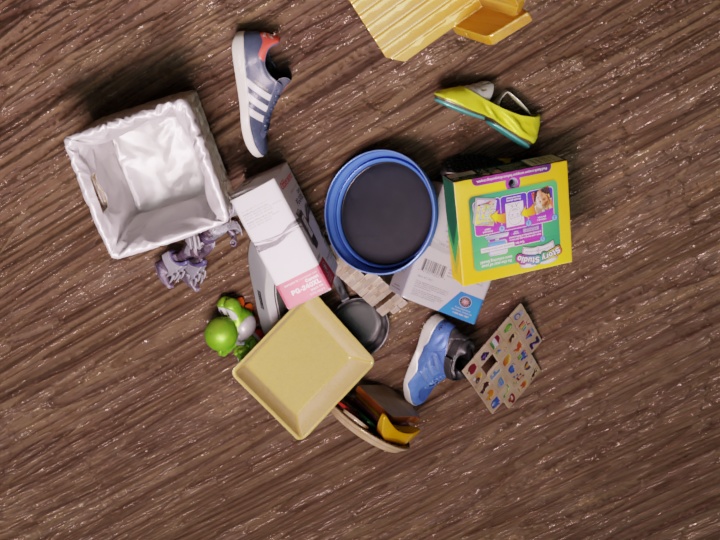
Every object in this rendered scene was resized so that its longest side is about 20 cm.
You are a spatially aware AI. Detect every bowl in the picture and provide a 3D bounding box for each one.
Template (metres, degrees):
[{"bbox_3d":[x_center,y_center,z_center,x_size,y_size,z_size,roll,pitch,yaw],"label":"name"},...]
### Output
[{"bbox_3d":[0.036,-0.094,1.598,0.198,0.039,0.204,0,90,25],"label":"bowl"}]

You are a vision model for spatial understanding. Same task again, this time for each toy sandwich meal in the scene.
[{"bbox_3d":[0.028,0.264,1.817,0.204,0.205,0.071,30,97,-24],"label":"toy sandwich meal"}]

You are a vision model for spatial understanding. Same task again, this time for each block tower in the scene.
[{"bbox_3d":[0.000,0.000,1.718,0.054,0.058,0.200,-38,119,17],"label":"block tower"}]

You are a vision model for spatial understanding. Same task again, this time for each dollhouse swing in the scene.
[{"bbox_3d":[0.100,-0.397,1.403,0.175,0.182,0.201,-40,122,-4],"label":"dollhouse swing"}]

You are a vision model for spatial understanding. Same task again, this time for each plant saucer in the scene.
[{"bbox_3d":[-0.104,0.163,1.726,0.200,0.048,0.200,-45,118,-8],"label":"plant saucer"}]

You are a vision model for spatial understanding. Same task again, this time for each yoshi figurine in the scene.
[{"bbox_3d":[-0.219,0.144,1.761,0.111,0.113,0.202,-17,120,15],"label":"yoshi figurine"}]

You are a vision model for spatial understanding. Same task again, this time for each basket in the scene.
[{"bbox_3d":[-0.311,-0.156,1.492,0.197,0.161,0.201,-17,110,5],"label":"basket"}]

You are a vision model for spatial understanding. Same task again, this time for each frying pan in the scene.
[{"bbox_3d":[-0.031,0.079,1.777,0.190,0.031,0.115,42,96,-18],"label":"frying pan"}]

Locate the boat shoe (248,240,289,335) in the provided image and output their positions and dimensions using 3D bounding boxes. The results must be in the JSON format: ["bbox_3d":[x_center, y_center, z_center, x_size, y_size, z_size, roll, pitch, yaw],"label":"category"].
[{"bbox_3d":[-0.151,0.023,1.715,0.063,0.071,0.203,-21,123,-27],"label":"boat shoe"}]

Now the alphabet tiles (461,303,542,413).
[{"bbox_3d":[0.280,0.176,1.844,0.167,0.008,0.200,-48,137,-10],"label":"alphabet tiles"}]

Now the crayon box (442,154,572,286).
[{"bbox_3d":[0.240,-0.082,1.583,0.197,0.058,0.175,-12,110,-13],"label":"crayon box"}]

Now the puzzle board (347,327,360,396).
[{"bbox_3d":[-0.086,0.186,1.858,0.148,0.017,0.202,3,124,-10],"label":"puzzle board"}]

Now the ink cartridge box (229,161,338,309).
[{"bbox_3d":[-0.119,-0.061,1.576,0.082,0.145,0.202,-24,104,10],"label":"ink cartridge box"}]

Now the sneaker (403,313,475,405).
[{"bbox_3d":[0.153,0.191,1.825,0.076,0.111,0.202,-20,134,-48],"label":"sneaker"}]

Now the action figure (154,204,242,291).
[{"bbox_3d":[-0.260,-0.047,1.634,0.129,0.070,0.200,-11,151,-50],"label":"action figure"}]

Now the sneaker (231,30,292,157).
[{"bbox_3d":[-0.145,-0.269,1.507,0.083,0.075,0.202,-4,124,1],"label":"sneaker"}]

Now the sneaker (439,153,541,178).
[{"bbox_3d":[0.229,-0.141,1.640,0.197,0.070,0.091,-1,121,-8],"label":"sneaker"}]

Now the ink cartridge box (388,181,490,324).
[{"bbox_3d":[0.154,-0.032,1.650,0.144,0.084,0.203,21,92,-18],"label":"ink cartridge box"}]

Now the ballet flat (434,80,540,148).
[{"bbox_3d":[0.208,-0.264,1.568,0.198,0.067,0.068,22,98,-23],"label":"ballet flat"}]
